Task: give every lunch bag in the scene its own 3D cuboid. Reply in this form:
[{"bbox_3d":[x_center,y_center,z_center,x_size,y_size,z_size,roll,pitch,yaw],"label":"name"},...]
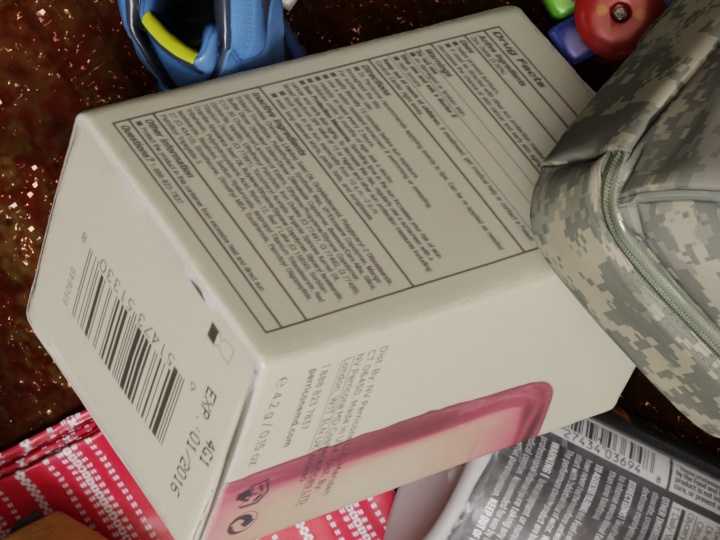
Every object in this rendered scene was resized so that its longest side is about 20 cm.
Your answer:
[{"bbox_3d":[0.175,-0.043,0.909,0.139,0.168,0.200,47,67,-13],"label":"lunch bag"}]

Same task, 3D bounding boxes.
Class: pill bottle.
[{"bbox_3d":[0.117,0.120,1.102,0.199,0.106,0.107,27,102,-12],"label":"pill bottle"}]

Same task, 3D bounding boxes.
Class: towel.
[{"bbox_3d":[-0.081,0.119,1.133,0.199,0.022,0.145,-27,106,3],"label":"towel"}]

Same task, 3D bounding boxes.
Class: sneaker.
[{"bbox_3d":[-0.058,-0.079,1.016,0.066,0.079,0.201,8,139,15],"label":"sneaker"}]

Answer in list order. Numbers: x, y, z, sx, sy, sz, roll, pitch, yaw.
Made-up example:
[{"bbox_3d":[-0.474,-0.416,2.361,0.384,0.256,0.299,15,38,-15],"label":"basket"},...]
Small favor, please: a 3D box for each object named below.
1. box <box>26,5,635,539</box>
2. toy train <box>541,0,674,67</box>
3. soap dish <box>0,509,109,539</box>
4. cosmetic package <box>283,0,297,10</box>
[{"bbox_3d":[0.000,0.000,0.994,0.199,0.128,0.109,-16,144,-33],"label":"box"},{"bbox_3d":[0.143,-0.167,1.046,0.199,0.085,0.116,-28,92,4],"label":"toy train"},{"bbox_3d":[-0.180,0.178,1.058,0.200,0.157,0.081,-37,86,21],"label":"soap dish"},{"bbox_3d":[-0.067,-0.216,1.029,0.199,0.052,0.151,33,99,-11],"label":"cosmetic package"}]
